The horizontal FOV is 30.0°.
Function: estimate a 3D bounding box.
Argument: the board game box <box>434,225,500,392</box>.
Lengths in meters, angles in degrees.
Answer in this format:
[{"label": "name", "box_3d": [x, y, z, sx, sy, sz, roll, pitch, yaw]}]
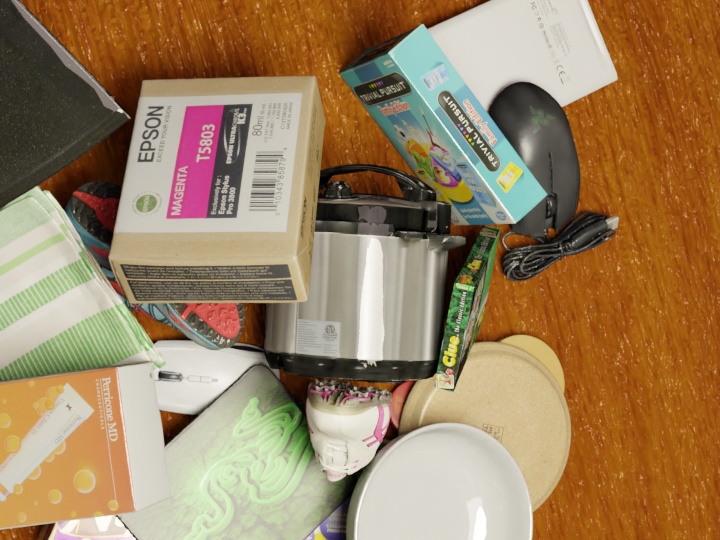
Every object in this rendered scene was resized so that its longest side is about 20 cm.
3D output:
[{"label": "board game box", "box_3d": [0.105, 0.032, 1.292, 0.023, 0.200, 0.105, 10, 108, 10]}]

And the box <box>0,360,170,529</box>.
[{"label": "box", "box_3d": [-0.280, 0.155, 1.170, 0.199, 0.097, 0.125, -9, 87, 9]}]

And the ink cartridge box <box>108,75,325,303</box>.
[{"label": "ink cartridge box", "box_3d": [-0.121, -0.073, 1.178, 0.164, 0.075, 0.201, -1, 58, 6]}]

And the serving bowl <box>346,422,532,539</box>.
[{"label": "serving bowl", "box_3d": [0.068, 0.246, 1.298, 0.199, 0.066, 0.201, 2, 85, -28]}]

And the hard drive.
[{"label": "hard drive", "box_3d": [0.160, -0.220, 1.403, 0.200, 0.027, 0.132, -27, 99, -18]}]

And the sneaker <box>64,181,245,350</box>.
[{"label": "sneaker", "box_3d": [-0.193, 0.003, 1.251, 0.200, 0.096, 0.079, 43, 53, -5]}]

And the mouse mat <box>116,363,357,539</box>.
[{"label": "mouse mat", "box_3d": [-0.115, 0.208, 1.267, 0.200, 0.008, 0.161, -43, 101, -20]}]

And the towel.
[{"label": "towel", "box_3d": [-0.289, 0.040, 1.216, 0.152, 0.023, 0.200, -30, 102, 15]}]

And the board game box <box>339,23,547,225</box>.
[{"label": "board game box", "box_3d": [0.077, -0.135, 1.309, 0.047, 0.151, 0.200, -41, 103, -14]}]

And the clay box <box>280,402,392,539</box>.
[{"label": "clay box", "box_3d": [-0.030, 0.235, 1.331, 0.114, 0.048, 0.201, 7, 89, -20]}]

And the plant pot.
[{"label": "plant pot", "box_3d": [-0.333, -0.147, 1.155, 0.177, 0.200, 0.200, -44, 104, -3]}]

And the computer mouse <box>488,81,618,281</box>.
[{"label": "computer mouse", "box_3d": [0.193, -0.096, 1.385, 0.138, 0.053, 0.201, -23, 107, -17]}]

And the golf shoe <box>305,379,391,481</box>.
[{"label": "golf shoe", "box_3d": [-0.009, 0.146, 1.215, 0.072, 0.200, 0.092, 8, 83, 9]}]

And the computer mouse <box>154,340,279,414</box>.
[{"label": "computer mouse", "box_3d": [-0.169, 0.099, 1.283, 0.199, 0.044, 0.110, 3, 89, -19]}]

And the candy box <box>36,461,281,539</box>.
[{"label": "candy box", "box_3d": [-0.189, 0.239, 1.272, 0.200, 0.056, 0.117, 25, 82, -19]}]

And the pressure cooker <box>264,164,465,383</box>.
[{"label": "pressure cooker", "box_3d": [-0.001, 0.000, 1.270, 0.175, 0.179, 0.201, 2, 91, -16]}]

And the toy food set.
[{"label": "toy food set", "box_3d": [0.125, 0.166, 1.383, 0.197, 0.049, 0.201, -3, 92, -19]}]
